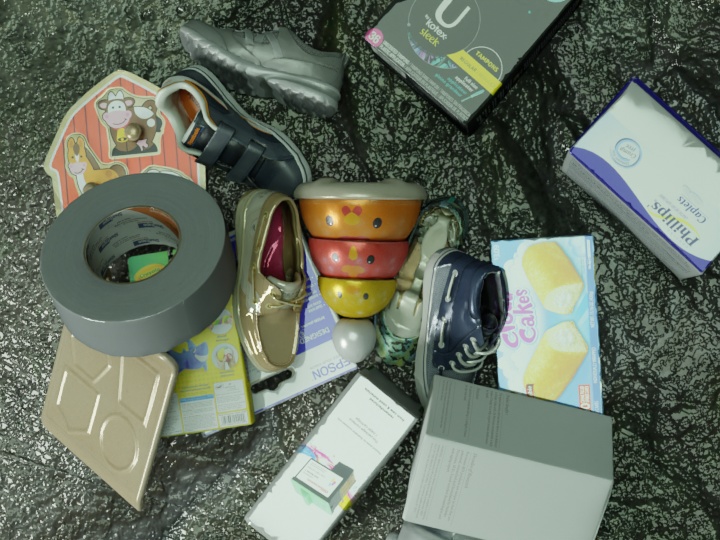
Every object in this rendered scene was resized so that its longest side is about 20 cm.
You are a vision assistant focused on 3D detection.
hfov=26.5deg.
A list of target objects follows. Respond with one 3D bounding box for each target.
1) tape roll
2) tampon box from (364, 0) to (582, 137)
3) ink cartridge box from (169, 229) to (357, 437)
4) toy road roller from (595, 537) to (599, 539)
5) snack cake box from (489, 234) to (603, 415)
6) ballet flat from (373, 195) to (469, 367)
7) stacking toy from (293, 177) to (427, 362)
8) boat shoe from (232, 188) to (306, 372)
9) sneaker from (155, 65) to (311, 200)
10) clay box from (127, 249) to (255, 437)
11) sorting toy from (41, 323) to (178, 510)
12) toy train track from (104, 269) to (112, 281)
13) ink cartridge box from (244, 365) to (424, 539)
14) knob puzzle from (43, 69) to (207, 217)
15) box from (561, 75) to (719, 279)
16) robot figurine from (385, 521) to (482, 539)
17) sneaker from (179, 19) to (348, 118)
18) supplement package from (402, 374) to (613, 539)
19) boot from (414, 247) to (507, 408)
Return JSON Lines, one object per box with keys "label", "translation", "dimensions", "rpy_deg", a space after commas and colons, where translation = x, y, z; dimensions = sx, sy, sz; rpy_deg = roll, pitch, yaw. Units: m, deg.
{"label": "tape roll", "translation": [-0.233, -0.008, 1.615], "dimensions": [0.199, 0.066, 0.201], "rpy_deg": [-5, 52, 6]}
{"label": "tampon box", "translation": [0.125, -0.272, 1.654], "dimensions": [0.150, 0.126, 0.200], "rpy_deg": [40, 93, 4]}
{"label": "ink cartridge box", "translation": [-0.126, 0.057, 1.718], "dimensions": [0.197, 0.043, 0.201], "rpy_deg": [-23, 86, 6]}
{"label": "toy road roller", "translation": [0.190, 0.359, 1.627], "dimensions": [0.200, 0.123, 0.146], "rpy_deg": [-36, 68, -25]}
{"label": "snack cake box", "translation": [0.203, 0.064, 1.673], "dimensions": [0.114, 0.067, 0.202], "rpy_deg": [-3, 89, 5]}
{"label": "ballet flat", "translation": [0.063, 0.011, 1.688], "dimensions": [0.074, 0.074, 0.201], "rpy_deg": [18, 92, 6]}
{"label": "stacking toy", "translation": [0.000, 0.000, 1.659], "dimensions": [0.145, 0.146, 0.202], "rpy_deg": [0, 93, 6]}
{"label": "boat shoe", "translation": [-0.093, 0.013, 1.642], "dimensions": [0.073, 0.069, 0.202], "rpy_deg": [-11, 98, -37]}
{"label": "sneaker", "translation": [-0.147, -0.141, 1.696], "dimensions": [0.200, 0.079, 0.079], "rpy_deg": [41, 125, 8]}
{"label": "clay box", "translation": [-0.186, 0.077, 1.679], "dimensions": [0.114, 0.048, 0.202], "rpy_deg": [-8, 88, 2]}
{"label": "sorting toy", "translation": [-0.273, 0.135, 1.675], "dimensions": [0.185, 0.036, 0.201], "rpy_deg": [33, 120, 34]}
{"label": "toy train track", "translation": [-0.278, 0.090, 1.722], "dimensions": [0.114, 0.032, 0.201], "rpy_deg": [-13, 93, 27]}
{"label": "ink cartridge box", "translation": [-0.025, 0.208, 1.655], "dimensions": [0.084, 0.145, 0.200], "rpy_deg": [39, 93, 5]}
{"label": "knob puzzle", "translation": [-0.268, -0.130, 1.742], "dimensions": [0.218, 0.030, 0.221], "rpy_deg": [0, 89, 6]}
{"label": "box", "translation": [0.311, -0.092, 1.596], "dimensions": [0.184, 0.200, 0.105], "rpy_deg": [43, 93, 5]}
{"label": "robot figurine", "translation": [0.080, 0.348, 1.658], "dimensions": [0.169, 0.113, 0.201], "rpy_deg": [23, 92, 46]}
{"label": "sneaker", "translation": [-0.107, -0.241, 1.717], "dimensions": [0.199, 0.075, 0.082], "rpy_deg": [23, 72, 3]}
{"label": "supplement package", "translation": [0.156, 0.207, 1.602], "dimensions": [0.199, 0.117, 0.118], "rpy_deg": [13, 119, 1]}
{"label": "boot", "translation": [0.111, 0.081, 1.644], "dimensions": [0.072, 0.090, 0.201], "rpy_deg": [-13, 110, -31]}
